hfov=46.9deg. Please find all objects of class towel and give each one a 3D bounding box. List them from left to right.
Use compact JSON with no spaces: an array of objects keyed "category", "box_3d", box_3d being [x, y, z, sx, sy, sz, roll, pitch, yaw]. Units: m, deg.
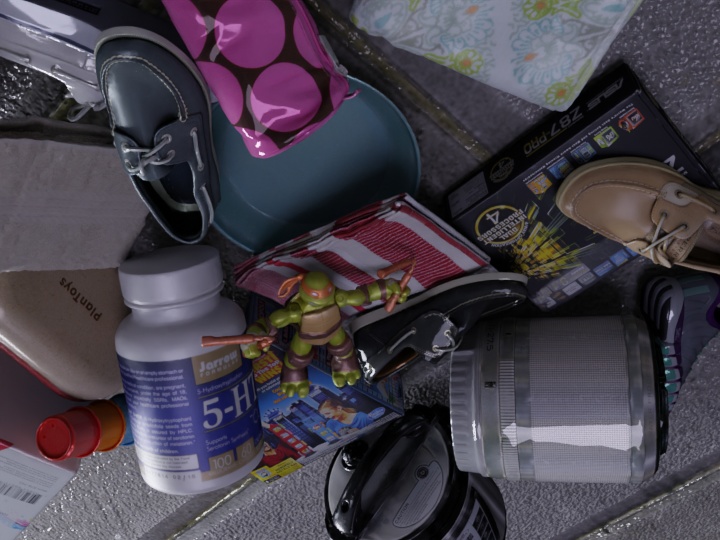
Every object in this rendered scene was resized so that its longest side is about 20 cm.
[{"category":"towel","box_3d":[-0.246,-0.054,0.651,0.199,0.035,0.133,-2,133,-54]},{"category":"towel","box_3d":[0.000,0.000,0.758,0.198,0.023,0.143,-22,146,33]},{"category":"towel","box_3d":[0.114,-0.219,0.607,0.198,0.048,0.172,18,127,-17]}]

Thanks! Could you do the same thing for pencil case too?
[{"category":"pencil case","box_3d":[-0.083,-0.185,0.575,0.093,0.091,0.201,-22,113,22]}]

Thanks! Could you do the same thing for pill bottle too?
[{"category":"pill bottle","box_3d":[-0.158,0.086,0.756,0.118,0.120,0.203,-6,107,2]}]

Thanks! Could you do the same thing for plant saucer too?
[{"category":"plant saucer","box_3d":[-0.047,-0.092,0.717,0.197,0.036,0.202,-1,132,-2]}]

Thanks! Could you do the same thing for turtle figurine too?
[{"category":"turtle figurine","box_3d":[-0.047,0.051,0.742,0.198,0.065,0.162,-23,146,-19]}]

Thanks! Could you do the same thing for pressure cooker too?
[{"category":"pressure cooker","box_3d":[0.054,0.257,0.926,0.177,0.177,0.200,-21,133,20]}]

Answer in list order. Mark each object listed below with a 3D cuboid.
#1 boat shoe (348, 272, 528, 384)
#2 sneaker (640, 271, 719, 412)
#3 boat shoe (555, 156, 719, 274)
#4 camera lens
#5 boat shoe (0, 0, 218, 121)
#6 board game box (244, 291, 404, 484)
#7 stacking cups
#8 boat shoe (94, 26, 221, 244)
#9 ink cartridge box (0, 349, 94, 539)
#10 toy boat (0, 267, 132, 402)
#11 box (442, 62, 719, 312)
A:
[{"category":"boat shoe","box_3d":[0.077,0.054,0.796,0.199,0.069,0.071,-25,155,33]},{"category":"sneaker","box_3d":[0.340,0.084,0.869,0.086,0.075,0.202,-14,134,-4]},{"category":"boat shoe","box_3d":[0.260,-0.041,0.694,0.197,0.065,0.072,10,131,-14]},{"category":"camera lens","box_3d":[0.196,0.127,0.824,0.197,0.161,0.161,-3,133,14]},{"category":"boat shoe","box_3d":[-0.204,-0.154,0.630,0.200,0.075,0.087,18,128,-15]},{"category":"board game box","box_3d":[-0.089,0.122,0.885,0.199,0.062,0.200,-30,125,22]},{"category":"stacking cups","box_3d":[-0.239,0.152,0.820,0.060,0.200,0.061,0,90,13]},{"category":"boat shoe","box_3d":[-0.143,-0.091,0.610,0.072,0.063,0.201,-3,151,2]},{"category":"ink cartridge box","box_3d":[-0.383,0.172,0.856,0.144,0.146,0.200,31,123,-26]},{"category":"toy boat","box_3d":[-0.292,0.033,0.776,0.129,0.131,0.201,0,139,39]},{"category":"box","box_3d":[0.198,-0.065,0.745,0.199,0.049,0.161,-35,127,26]}]
